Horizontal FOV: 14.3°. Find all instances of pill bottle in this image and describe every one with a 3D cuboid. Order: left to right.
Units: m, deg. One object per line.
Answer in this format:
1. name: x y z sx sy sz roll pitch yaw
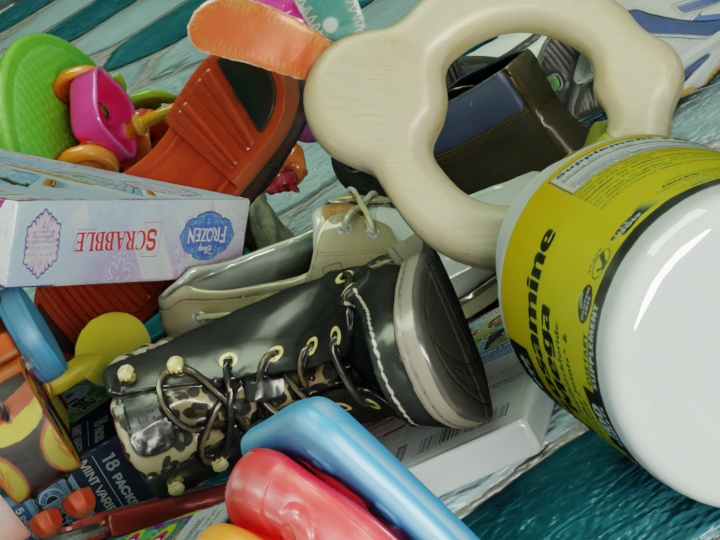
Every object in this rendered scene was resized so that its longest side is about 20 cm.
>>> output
1. pill bottle: 0.114 0.011 1.040 0.112 0.113 0.200 -32 14 -6

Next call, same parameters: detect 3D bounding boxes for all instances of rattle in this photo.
1. rattle: 0.038 -0.069 1.213 0.199 0.131 0.143 13 8 13

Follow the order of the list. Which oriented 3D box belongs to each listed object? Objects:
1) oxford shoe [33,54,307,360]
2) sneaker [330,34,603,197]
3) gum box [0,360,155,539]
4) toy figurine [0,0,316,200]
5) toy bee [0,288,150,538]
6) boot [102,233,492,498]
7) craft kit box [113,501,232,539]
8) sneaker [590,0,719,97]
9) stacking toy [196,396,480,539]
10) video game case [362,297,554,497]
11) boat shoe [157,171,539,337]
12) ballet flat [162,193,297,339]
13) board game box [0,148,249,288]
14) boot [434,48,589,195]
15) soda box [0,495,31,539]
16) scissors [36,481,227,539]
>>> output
1. oxford shoe: -0.087 -0.030 1.444 0.200 0.071 0.072 -46 -17 20
2. sneaker: 0.070 -0.090 1.567 0.200 0.076 0.115 -25 5 -10
3. gum box: -0.196 0.119 1.413 0.199 0.045 0.170 -31 16 2
4. toy figurine: -0.068 -0.081 1.567 0.183 0.200 0.151 -23 53 24
5. toy bee: -0.163 0.070 1.296 0.130 0.109 0.200 -29 1 20
6. boot: -0.028 0.045 1.177 0.150 0.074 0.200 -22 12 3
7. craft kit box: -0.149 0.181 1.130 0.197 0.049 0.200 -24 16 31
8. sneaker: 0.196 -0.171 1.488 0.075 0.088 0.200 31 62 35
9. stacking toy: -0.047 0.148 0.958 0.200 0.110 0.116 -47 4 -17
10. video game case: 0.027 0.055 1.248 0.143 0.018 0.200 -25 16 20
11. boat shoe: 0.000 0.000 1.309 0.199 0.069 0.075 -27 15 10
12. ballet flat: -0.056 0.016 1.448 0.067 0.062 0.200 -44 15 22
13. board game box: -0.186 -0.031 1.343 0.199 0.041 0.199 12 7 28
14. boot: 0.044 -0.049 1.397 0.199 0.097 0.075 -13 22 48
15. soda box: -0.232 0.147 1.169 0.200 0.069 0.064 -42 7 -28
16. scissors: -0.119 0.112 1.209 0.073 0.014 0.199 -13 0 40
